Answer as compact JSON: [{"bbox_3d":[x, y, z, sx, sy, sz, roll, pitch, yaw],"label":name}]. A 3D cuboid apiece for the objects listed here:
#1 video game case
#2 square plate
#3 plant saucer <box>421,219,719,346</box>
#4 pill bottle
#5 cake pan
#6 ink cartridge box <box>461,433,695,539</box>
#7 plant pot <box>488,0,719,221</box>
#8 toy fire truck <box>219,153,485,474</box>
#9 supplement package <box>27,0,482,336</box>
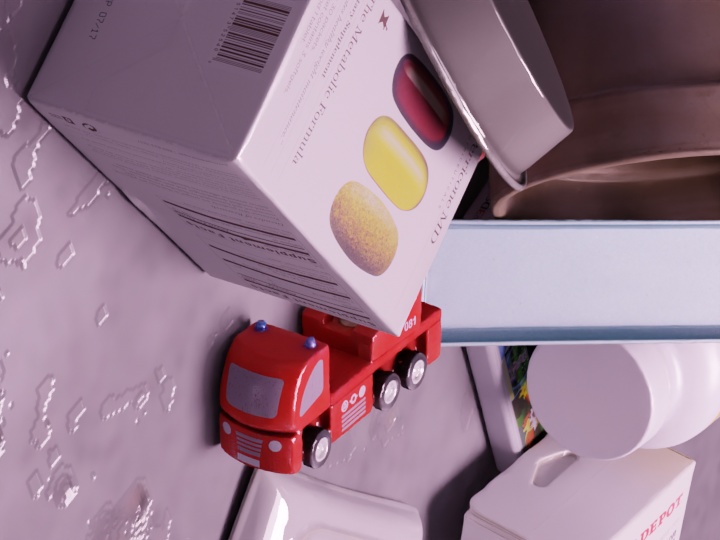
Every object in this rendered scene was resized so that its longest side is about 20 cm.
[{"bbox_3d":[0.114,-0.008,1.722,0.182,0.022,0.200,-55,148,-30],"label":"video game case"},{"bbox_3d":[-0.033,0.210,1.570,0.200,0.028,0.198,25,83,-62],"label":"square plate"},{"bbox_3d":[0.124,0.005,1.608,0.200,0.019,0.070,0,103,-18],"label":"plant saucer"},{"bbox_3d":[0.179,0.036,1.723,0.200,0.112,0.112,-31,131,-52],"label":"pill bottle"},{"bbox_3d":[0.046,-0.134,1.375,0.200,0.037,0.200,61,11,-20],"label":"cake pan"},{"bbox_3d":[0.117,0.205,1.760,0.145,0.083,0.200,-36,142,-47],"label":"ink cartridge box"},{"bbox_3d":[0.163,-0.121,1.582,0.200,0.200,0.174,20,65,-62],"label":"plant pot"},{"bbox_3d":[0.000,0.000,1.489,0.200,0.049,0.141,-36,135,-48],"label":"toy fire truck"},{"bbox_3d":[-0.039,-0.068,1.314,0.114,0.109,0.200,-66,152,-13],"label":"supplement package"}]
